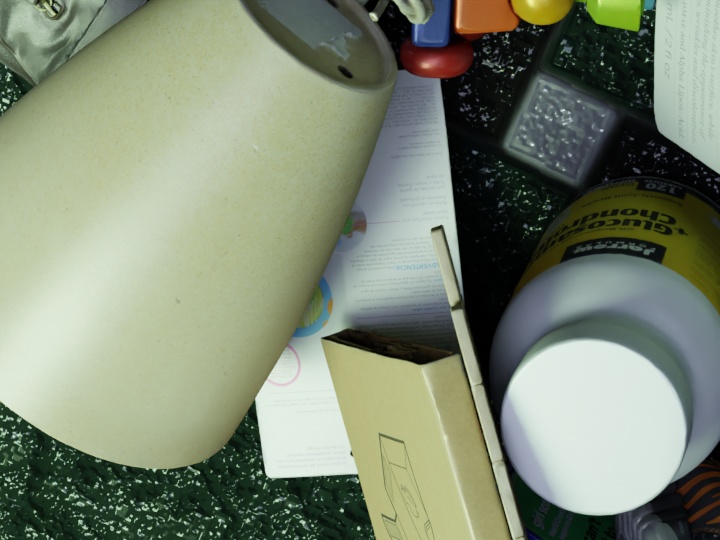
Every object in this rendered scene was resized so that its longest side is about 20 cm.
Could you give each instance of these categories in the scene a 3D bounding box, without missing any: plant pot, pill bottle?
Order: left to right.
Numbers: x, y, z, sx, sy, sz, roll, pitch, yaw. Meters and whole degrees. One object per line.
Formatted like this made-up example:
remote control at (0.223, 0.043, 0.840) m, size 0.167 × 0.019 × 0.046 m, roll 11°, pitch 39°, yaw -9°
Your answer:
plant pot at (-0.078, -0.046, 1.069) m, size 0.187 × 0.187 × 0.200 m, roll 40°, pitch 119°, yaw -1°
pill bottle at (0.120, 0.035, 1.073) m, size 0.111 × 0.200 × 0.113 m, roll 4°, pitch 109°, yaw 12°

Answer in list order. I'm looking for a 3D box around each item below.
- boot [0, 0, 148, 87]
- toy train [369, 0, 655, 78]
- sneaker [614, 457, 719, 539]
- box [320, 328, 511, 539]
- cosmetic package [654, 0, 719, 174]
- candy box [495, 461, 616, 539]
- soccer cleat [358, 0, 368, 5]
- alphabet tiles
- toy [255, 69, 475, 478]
boot at (-0.131, -0.159, 1.151) m, size 0.174 × 0.069 × 0.200 m, roll 31°, pitch 117°, yaw -4°
toy train at (0.075, -0.125, 1.033) m, size 0.115 × 0.200 × 0.085 m, roll 4°, pitch 109°, yaw 8°
sneaker at (0.180, 0.124, 1.101) m, size 0.111 × 0.200 × 0.078 m, roll -4°, pitch 111°, yaw -1°
box at (0.038, 0.129, 1.083) m, size 0.021 × 0.163 × 0.201 m, roll -17°, pitch 97°, yaw -16°
cosmetic package at (0.212, -0.072, 1.010) m, size 0.074 × 0.200 × 0.102 m, roll -17°, pitch 123°, yaw -22°
candy box at (0.111, 0.222, 1.205) m, size 0.200 × 0.077 × 0.169 m, roll 35°, pitch 114°, yaw 0°
soccer cleat at (0.005, -0.218, 1.087) m, size 0.086 × 0.070 × 0.201 m, roll -1°, pitch 108°, yaw 14°
alphabet tiles at (0.061, 0.077, 1.059) m, size 0.008 × 0.167 × 0.201 m, roll -15°, pitch 91°, yaw 3°
toy at (0.000, 0.000, 1.175) m, size 0.115 × 0.047 × 0.201 m, roll -3°, pitch 102°, yaw 19°
